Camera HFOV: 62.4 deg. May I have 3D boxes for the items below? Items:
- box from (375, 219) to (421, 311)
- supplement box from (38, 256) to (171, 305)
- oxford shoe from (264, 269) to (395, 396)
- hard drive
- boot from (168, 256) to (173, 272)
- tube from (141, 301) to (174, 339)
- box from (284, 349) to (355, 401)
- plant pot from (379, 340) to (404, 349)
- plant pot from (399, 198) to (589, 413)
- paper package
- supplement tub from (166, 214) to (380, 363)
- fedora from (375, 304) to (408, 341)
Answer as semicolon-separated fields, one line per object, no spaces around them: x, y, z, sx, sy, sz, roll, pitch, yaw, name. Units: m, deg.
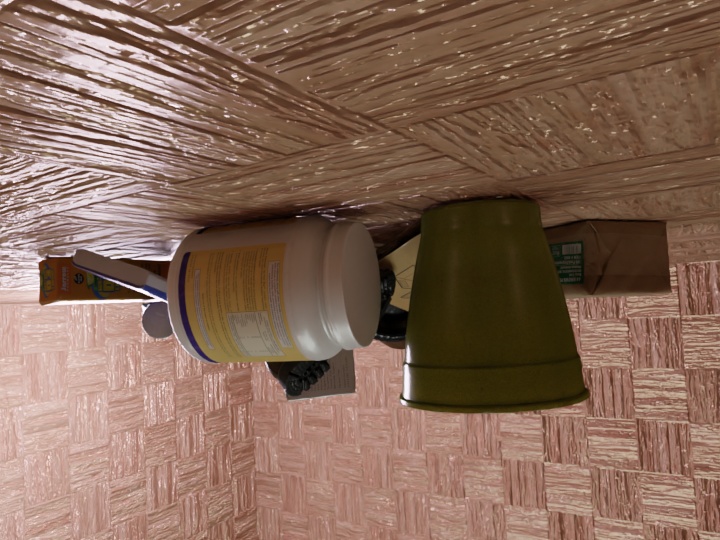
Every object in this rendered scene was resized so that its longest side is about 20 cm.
0.097;0.011;0.797;0.196;0.022;0.162;23;143;-33;box
-0.394;0.017;0.934;0.067;0.069;0.197;-6;176;39;supplement box
-0.038;0.054;0.723;0.198;0.074;0.084;-37;-130;-24;oxford shoe
-0.287;0.025;0.841;0.128;0.026;0.200;16;169;23;hard drive
-0.211;0.021;0.952;0.194;0.076;0.150;14;172;-20;boot
-0.307;0.071;0.922;0.076;0.052;0.199;30;171;-15;tube
-0.087;0.122;1.113;0.126;0.208;0.199;-5;178;-8;box
0.047;0.056;1.255;0.182;0.194;0.198;-5;163;32;plant pot
0.131;0.033;0.628;0.193;0.201;0.200;-3;176;0;plant pot
0.338;-0.009;0.914;0.185;0.108;0.199;-2;177;-26;paper package
-0.087;0.021;0.629;0.193;0.151;0.145;-4;176;20;supplement tub
0.069;0.014;0.912;0.194;0.205;0.093;-2;-141;-20;fedora
